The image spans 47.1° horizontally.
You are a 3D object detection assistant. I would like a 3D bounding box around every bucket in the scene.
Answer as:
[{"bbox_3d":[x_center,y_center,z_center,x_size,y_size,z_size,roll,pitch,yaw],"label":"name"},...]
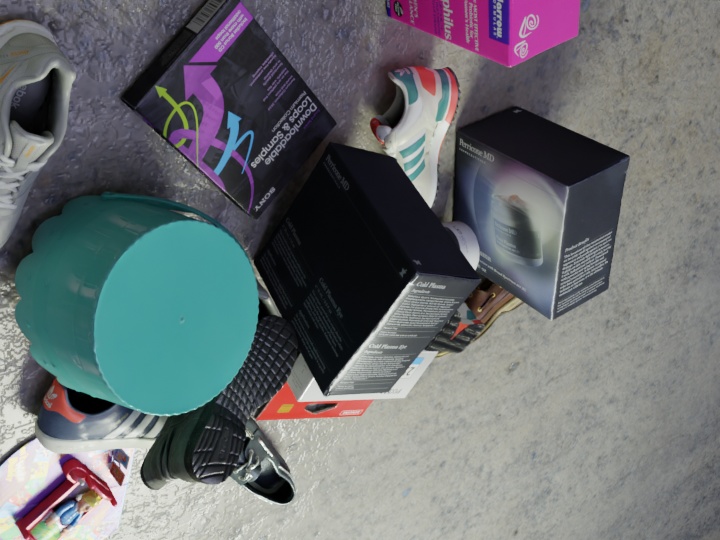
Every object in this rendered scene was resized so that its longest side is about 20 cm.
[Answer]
[{"bbox_3d":[-0.202,0.032,0.777,0.206,0.134,0.210,-14,109,-45],"label":"bucket"}]

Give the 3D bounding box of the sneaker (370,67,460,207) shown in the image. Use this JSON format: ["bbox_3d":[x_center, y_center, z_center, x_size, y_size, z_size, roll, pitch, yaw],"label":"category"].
[{"bbox_3d":[0.048,-0.146,0.980,0.092,0.070,0.202,2,119,-23],"label":"sneaker"}]

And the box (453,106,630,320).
[{"bbox_3d":[0.226,-0.080,1.087,0.122,0.200,0.200,-23,129,-29],"label":"box"}]

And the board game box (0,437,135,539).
[{"bbox_3d":[-0.326,0.265,0.925,0.157,0.039,0.202,-2,117,-42],"label":"board game box"}]

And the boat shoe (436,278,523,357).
[{"bbox_3d":[0.170,0.053,1.231,0.199,0.072,0.068,-36,103,-8],"label":"boat shoe"}]

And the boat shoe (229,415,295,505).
[{"bbox_3d":[-0.141,0.242,1.064,0.073,0.062,0.201,-41,136,-9],"label":"boat shoe"}]

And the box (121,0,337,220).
[{"bbox_3d":[-0.123,-0.160,0.836,0.143,0.036,0.200,-50,140,-4],"label":"box"}]

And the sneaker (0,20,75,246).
[{"bbox_3d":[-0.288,-0.097,0.672,0.075,0.092,0.202,6,112,-44],"label":"sneaker"}]

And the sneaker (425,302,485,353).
[{"bbox_3d":[0.096,0.054,1.112,0.070,0.094,0.199,-48,152,11],"label":"sneaker"}]

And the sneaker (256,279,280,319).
[{"bbox_3d":[-0.122,0.083,0.954,0.075,0.092,0.201,-34,136,-21],"label":"sneaker"}]

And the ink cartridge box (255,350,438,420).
[{"bbox_3d":[-0.016,0.153,1.096,0.199,0.045,0.177,6,127,-43],"label":"ink cartridge box"}]

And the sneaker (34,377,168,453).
[{"bbox_3d":[-0.244,0.141,0.893,0.199,0.075,0.085,-2,119,-43],"label":"sneaker"}]

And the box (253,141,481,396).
[{"bbox_3d":[0.000,0.000,0.897,0.103,0.201,0.183,4,133,-43],"label":"box"}]

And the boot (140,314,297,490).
[{"bbox_3d":[-0.155,0.135,0.866,0.068,0.130,0.201,45,54,-24],"label":"boot"}]

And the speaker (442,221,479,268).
[{"bbox_3d":[0.059,-0.015,1.065,0.198,0.081,0.082,-9,122,-38],"label":"speaker"}]

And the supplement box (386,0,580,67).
[{"bbox_3d":[0.119,-0.297,0.842,0.103,0.200,0.102,-29,133,-25],"label":"supplement box"}]
